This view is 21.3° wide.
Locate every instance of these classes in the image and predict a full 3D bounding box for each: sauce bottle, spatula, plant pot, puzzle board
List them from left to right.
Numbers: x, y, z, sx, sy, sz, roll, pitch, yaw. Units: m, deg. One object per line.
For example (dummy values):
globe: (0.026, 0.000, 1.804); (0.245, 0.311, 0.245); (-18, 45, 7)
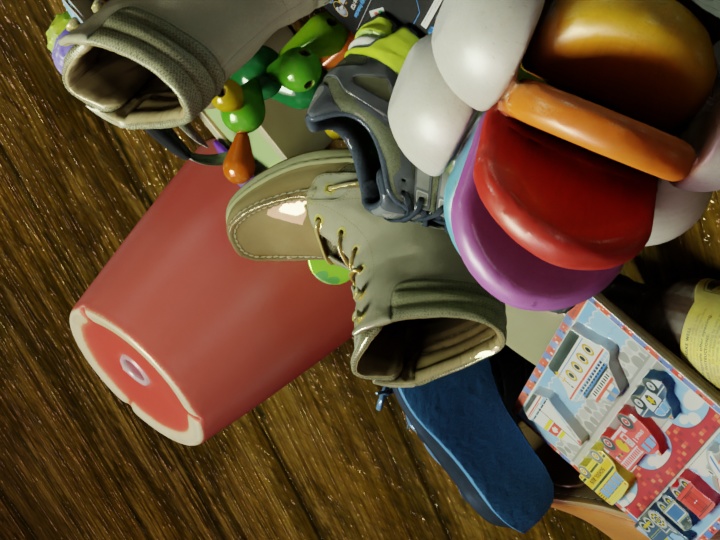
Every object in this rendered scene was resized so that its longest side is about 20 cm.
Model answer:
spatula: (-0.106, -0.078, 1.270); (0.057, 0.021, 0.200); (44, -174, 27)
plant pot: (-0.114, 0.025, 1.479); (0.200, 0.177, 0.201); (37, 156, 20)
puzzle board: (0.167, 0.101, 1.165); (0.151, 0.017, 0.200); (40, 156, 11)
sauce bottle: (0.209, 0.039, 1.096); (0.200, 0.065, 0.065); (17, 145, 48)

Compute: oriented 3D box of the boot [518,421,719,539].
boot: (0.194, 0.176, 1.336); (0.200, 0.077, 0.155); (1, 138, 34)

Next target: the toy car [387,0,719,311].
toy car: (0.103, -0.054, 0.959); (0.175, 0.150, 0.200); (20, 158, -8)

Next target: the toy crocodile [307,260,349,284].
toy crocodile: (0.023, 0.005, 1.371); (0.200, 0.062, 0.068); (45, -161, -3)

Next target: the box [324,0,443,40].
box: (0.014, -0.197, 1.048); (0.198, 0.050, 0.200); (41, 158, 4)

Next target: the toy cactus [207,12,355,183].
toy cactus: (-0.072, -0.113, 1.182); (0.165, 0.200, 0.102); (8, 105, 52)

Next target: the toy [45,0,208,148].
toy: (-0.173, -0.139, 1.279); (0.115, 0.047, 0.200); (54, -174, 16)

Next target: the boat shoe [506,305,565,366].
boat shoe: (0.165, 0.061, 1.219); (0.201, 0.063, 0.074); (44, 135, 3)

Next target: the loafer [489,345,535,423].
loafer: (0.076, 0.027, 1.310); (0.072, 0.073, 0.200); (35, 147, 45)

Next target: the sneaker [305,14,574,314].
sneaker: (0.047, -0.046, 1.089); (0.200, 0.081, 0.074); (46, 160, -1)

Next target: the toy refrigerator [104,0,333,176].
toy refrigerator: (-0.100, -0.154, 1.290); (0.200, 0.070, 0.076); (52, 157, -14)

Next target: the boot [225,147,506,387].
boot: (0.000, 0.000, 1.171); (0.200, 0.155, 0.072); (-8, 137, 19)

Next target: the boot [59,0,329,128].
boot: (-0.112, -0.154, 1.055); (0.200, 0.155, 0.072); (22, 148, 41)

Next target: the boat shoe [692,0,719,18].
boat shoe: (0.179, -0.147, 0.852); (0.202, 0.065, 0.074); (43, 177, 21)

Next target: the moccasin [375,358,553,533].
moccasin: (0.051, 0.091, 1.255); (0.068, 0.080, 0.200); (8, 128, 62)
